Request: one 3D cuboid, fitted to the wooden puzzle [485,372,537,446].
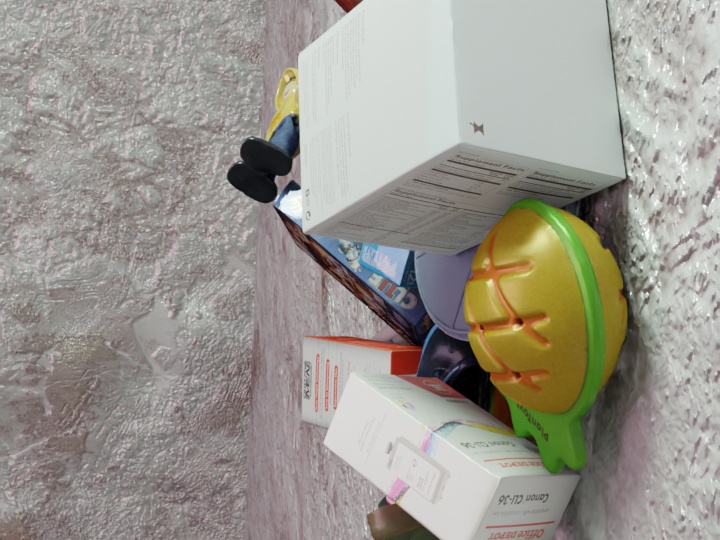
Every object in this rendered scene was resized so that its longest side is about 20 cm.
[{"bbox_3d":[0.126,0.061,0.949,0.201,0.037,0.187,106,161,-53],"label":"wooden puzzle"}]

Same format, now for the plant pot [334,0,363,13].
[{"bbox_3d":[0.016,-0.328,0.972,0.201,0.175,0.200,-53,21,10],"label":"plant pot"}]

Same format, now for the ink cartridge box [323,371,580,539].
[{"bbox_3d":[0.082,0.153,0.842,0.199,0.116,0.068,32,105,39],"label":"ink cartridge box"}]

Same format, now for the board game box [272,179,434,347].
[{"bbox_3d":[0.000,0.000,1.175,0.200,0.035,0.136,40,171,18],"label":"board game box"}]

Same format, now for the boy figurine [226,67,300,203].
[{"bbox_3d":[-0.078,-0.160,1.201,0.125,0.064,0.201,-56,10,39],"label":"boy figurine"}]

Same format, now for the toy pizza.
[{"bbox_3d":[0.113,-0.040,0.908,0.200,0.031,0.203,-32,50,48],"label":"toy pizza"}]

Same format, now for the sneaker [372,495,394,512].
[{"bbox_3d":[0.057,0.228,1.145,0.201,0.094,0.080,-102,15,-51],"label":"sneaker"}]

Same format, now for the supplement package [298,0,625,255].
[{"bbox_3d":[0.066,-0.116,0.824,0.199,0.149,0.154,-25,63,54],"label":"supplement package"}]

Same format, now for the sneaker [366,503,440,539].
[{"bbox_3d":[0.079,0.233,0.931,0.200,0.067,0.091,17,-129,-60],"label":"sneaker"}]

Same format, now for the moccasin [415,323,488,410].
[{"bbox_3d":[0.071,0.137,0.988,0.068,0.079,0.202,-109,16,-53],"label":"moccasin"}]

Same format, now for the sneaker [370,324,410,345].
[{"bbox_3d":[0.048,0.138,1.296,0.106,0.075,0.201,64,157,24],"label":"sneaker"}]

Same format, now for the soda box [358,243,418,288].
[{"bbox_3d":[0.066,-0.088,1.029,0.064,0.067,0.202,29,108,44],"label":"soda box"}]

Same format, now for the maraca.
[{"bbox_3d":[0.127,0.047,0.779,0.137,0.106,0.202,-127,30,-56],"label":"maraca"}]

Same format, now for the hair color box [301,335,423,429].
[{"bbox_3d":[0.005,0.126,1.204,0.199,0.061,0.103,4,92,60],"label":"hair color box"}]
